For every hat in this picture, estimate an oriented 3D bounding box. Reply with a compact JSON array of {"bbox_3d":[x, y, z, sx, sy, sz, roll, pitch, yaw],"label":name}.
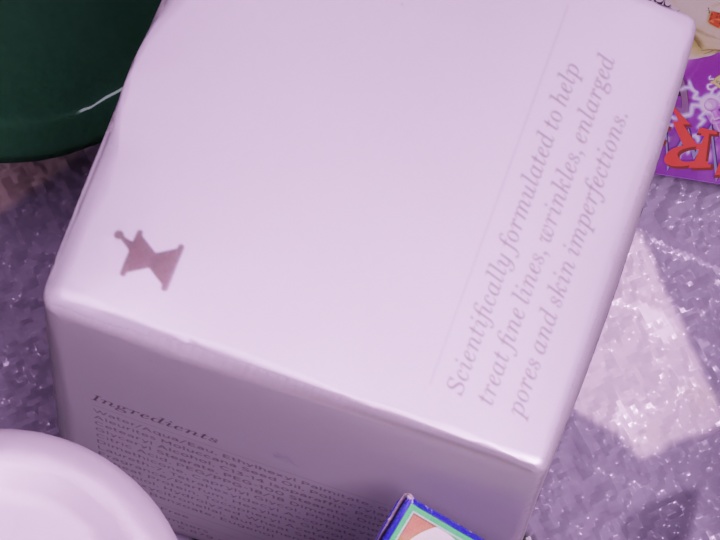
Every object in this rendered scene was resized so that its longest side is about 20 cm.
[{"bbox_3d":[-0.138,-0.162,1.078,0.165,0.176,0.200,22,103,-33],"label":"hat"}]

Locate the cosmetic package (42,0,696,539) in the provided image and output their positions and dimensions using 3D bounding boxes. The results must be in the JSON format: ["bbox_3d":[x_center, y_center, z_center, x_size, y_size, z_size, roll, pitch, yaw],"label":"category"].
[{"bbox_3d":[0.000,0.000,0.986,0.165,0.200,0.165,19,69,4],"label":"cosmetic package"}]

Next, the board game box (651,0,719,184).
[{"bbox_3d":[0.111,-0.091,1.077,0.199,0.120,0.032,8,40,0],"label":"board game box"}]

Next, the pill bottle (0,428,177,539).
[{"bbox_3d":[-0.110,0.132,0.927,0.115,0.200,0.116,1,69,-3],"label":"pill bottle"}]

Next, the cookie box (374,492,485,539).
[{"bbox_3d":[0.078,0.170,0.942,0.200,0.171,0.075,29,72,8],"label":"cookie box"}]
